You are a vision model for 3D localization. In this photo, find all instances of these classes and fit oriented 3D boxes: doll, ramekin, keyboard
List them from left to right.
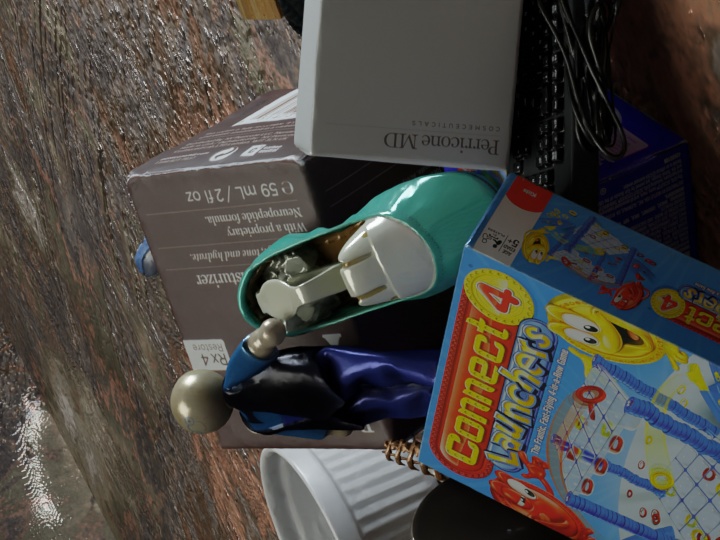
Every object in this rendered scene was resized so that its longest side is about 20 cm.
[{"bbox_3d":[-0.025,0.069,1.324,0.137,0.198,0.049,50,-138,-51],"label":"doll"},{"bbox_3d":[0.005,0.217,1.859,0.201,0.104,0.201,56,160,31],"label":"ramekin"},{"bbox_3d":[0.094,-0.115,1.147,0.104,0.039,0.202,-12,77,59],"label":"keyboard"}]

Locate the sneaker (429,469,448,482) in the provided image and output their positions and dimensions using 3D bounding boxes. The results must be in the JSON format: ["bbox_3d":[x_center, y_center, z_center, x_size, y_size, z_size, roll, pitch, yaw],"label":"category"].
[{"bbox_3d":[0.097,0.207,1.606,0.075,0.086,0.202,14,126,67],"label":"sneaker"}]

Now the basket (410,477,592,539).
[{"bbox_3d":[0.094,0.225,1.287,0.181,0.135,0.201,-91,-7,-58],"label":"basket"}]

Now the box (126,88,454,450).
[{"bbox_3d":[-0.018,-0.007,1.458,0.165,0.164,0.202,-4,111,42],"label":"box"}]

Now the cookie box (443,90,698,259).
[{"bbox_3d":[0.121,-0.007,1.272,0.171,0.075,0.201,42,149,52],"label":"cookie box"}]

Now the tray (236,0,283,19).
[{"bbox_3d":[-0.070,-0.273,1.423,0.037,0.099,0.201,4,130,35],"label":"tray"}]

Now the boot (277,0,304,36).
[{"bbox_3d":[-0.033,-0.202,1.343,0.132,0.069,0.200,59,-176,21],"label":"boot"}]

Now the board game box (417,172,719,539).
[{"bbox_3d":[0.137,0.069,1.147,0.195,0.056,0.201,25,144,13],"label":"board game box"}]

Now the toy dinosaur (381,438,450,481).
[{"bbox_3d":[0.117,0.141,1.363,0.200,0.102,0.136,39,155,14],"label":"toy dinosaur"}]

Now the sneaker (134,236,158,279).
[{"bbox_3d":[-0.062,-0.027,1.585,0.077,0.199,0.086,-165,53,-78],"label":"sneaker"}]

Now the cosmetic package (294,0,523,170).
[{"bbox_3d":[0.028,-0.156,1.166,0.081,0.112,0.202,-148,60,-81],"label":"cosmetic package"}]

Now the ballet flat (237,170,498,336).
[{"bbox_3d":[0.000,0.000,1.276,0.199,0.070,0.068,-21,105,46],"label":"ballet flat"}]
